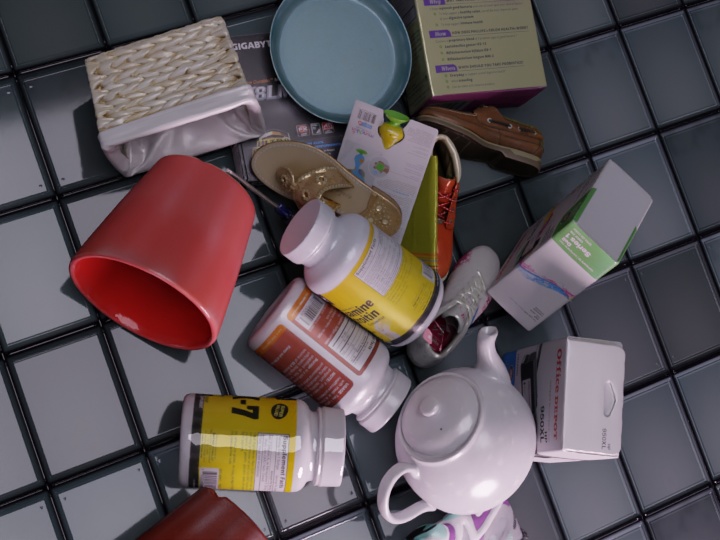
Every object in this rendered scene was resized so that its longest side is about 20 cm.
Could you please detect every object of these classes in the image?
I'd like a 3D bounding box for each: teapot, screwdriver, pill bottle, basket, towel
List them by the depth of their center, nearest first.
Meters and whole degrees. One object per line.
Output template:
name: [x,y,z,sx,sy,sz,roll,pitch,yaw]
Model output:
pill bottle: [-0.121,0.212,1.509,0.197,0.114,0.116,4,79,-6]
basket: [-0.231,-0.216,1.537,0.198,0.136,0.125,-17,78,-2]
pill bottle: [0.000,0.000,1.539,0.199,0.112,0.113,36,71,-23]
teapot: [0.114,0.203,1.547,0.146,0.196,0.202,42,35,-46]
screwdriver: [-0.114,-0.091,1.565,0.200,0.028,0.029,41,39,-50]
pill bottle: [-0.036,0.112,1.571,0.200,0.112,0.113,40,71,-7]
towel: [0.075,-0.050,1.628,0.018,0.086,0.203,-3,95,-40]

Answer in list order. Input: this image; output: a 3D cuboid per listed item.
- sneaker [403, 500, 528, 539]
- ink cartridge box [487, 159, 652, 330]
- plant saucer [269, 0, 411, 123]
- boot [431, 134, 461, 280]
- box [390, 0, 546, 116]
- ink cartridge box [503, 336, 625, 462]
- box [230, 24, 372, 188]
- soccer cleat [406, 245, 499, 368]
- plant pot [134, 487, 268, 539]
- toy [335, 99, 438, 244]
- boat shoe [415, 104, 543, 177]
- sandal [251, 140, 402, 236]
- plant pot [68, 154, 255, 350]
sneaker: [0.137,0.378,1.595,0.199,0.078,0.141,-35,91,-19]
ink cartridge box: [0.274,-0.031,1.630,0.084,0.200,0.145,41,49,-4]
plant saucer: [-0.028,-0.290,1.642,0.198,0.027,0.203,3,80,-19]
boot: [0.097,-0.082,1.652,0.074,0.107,0.203,-2,82,-20]
box: [0.146,-0.330,1.716,0.174,0.097,0.203,-8,83,-18]
ink cartridge box: [0.258,0.171,1.605,0.083,0.200,0.146,7,78,-16]
box: [-0.084,-0.221,1.651,0.198,0.050,0.201,-8,84,-19]
soccer cleat: [0.136,0.048,1.650,0.070,0.086,0.201,38,71,-8]
plant pot: [-0.205,0.373,1.438,0.195,0.201,0.201,-41,94,-28]
toy: [0.021,-0.116,1.621,0.114,0.047,0.202,20,116,4]
boat shoe: [0.165,-0.193,1.717,0.198,0.072,0.069,20,71,-23]
sandal: [-0.041,-0.097,1.563,0.210,0.070,0.078,26,111,-9]
plant pot: [-0.226,-0.029,1.504,0.199,0.200,0.178,32,61,-10]
